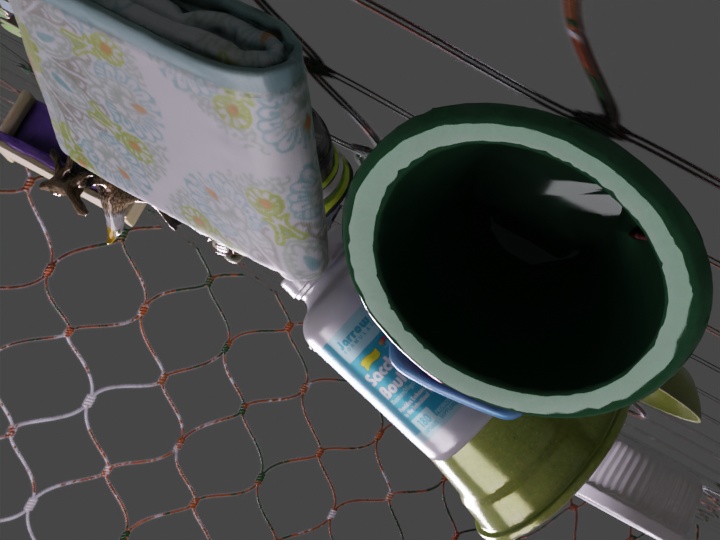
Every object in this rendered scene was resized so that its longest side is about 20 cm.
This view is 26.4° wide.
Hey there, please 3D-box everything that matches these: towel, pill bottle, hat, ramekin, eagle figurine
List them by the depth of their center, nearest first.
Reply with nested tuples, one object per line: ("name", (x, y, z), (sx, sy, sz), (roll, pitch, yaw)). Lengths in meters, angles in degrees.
("hat", (0.097, -0.043, 0.727), (0.165, 0.176, 0.200), (30, 138, 2))
("towel", (-0.104, -0.093, 0.840), (0.200, 0.048, 0.171), (28, 153, 24))
("pill bottle", (0.029, 0.054, 1.267), (0.200, 0.111, 0.111), (42, 176, 1))
("eagle figurine", (-0.254, -0.097, 1.732), (0.200, 0.151, 0.152), (-3, -121, -33))
("ramekin", (0.394, 0.308, 2.194), (0.200, 0.105, 0.200), (29, 175, 3))

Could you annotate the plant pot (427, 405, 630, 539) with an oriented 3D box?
("plant pot", (0.113, 0.113, 1.404), (0.184, 0.201, 0.200), (41, 173, -12))

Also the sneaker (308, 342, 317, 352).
("sneaker", (-0.041, 0.028, 1.675), (0.076, 0.116, 0.200), (32, 174, -39))

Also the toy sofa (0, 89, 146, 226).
("toy sofa", (-0.348, -0.141, 1.876), (0.200, 0.083, 0.098), (28, 170, 11))

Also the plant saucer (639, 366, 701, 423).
("plant saucer", (0.186, 0.060, 1.215), (0.200, 0.031, 0.200), (29, 176, 2))

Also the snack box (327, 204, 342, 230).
("snack box", (-0.130, -0.089, 1.336), (0.200, 0.053, 0.142), (31, 176, -21))

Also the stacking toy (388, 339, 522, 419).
("stacking toy", (0.075, 0.004, 0.955), (0.110, 0.116, 0.200), (25, 163, 13))

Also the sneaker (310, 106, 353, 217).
("sneaker", (-0.093, -0.108, 0.922), (0.200, 0.074, 0.081), (27, 156, 16))

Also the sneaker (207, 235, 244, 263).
("sneaker", (-0.126, -0.049, 1.592), (0.070, 0.076, 0.200), (28, 176, 10))

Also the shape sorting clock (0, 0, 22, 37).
("shape sorting clock", (-0.183, -0.149, 1.071), (0.200, 0.039, 0.200), (29, 177, 2))
